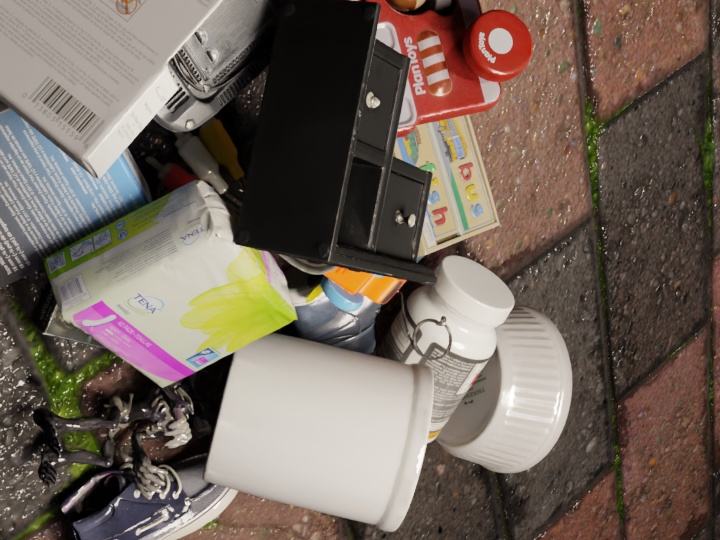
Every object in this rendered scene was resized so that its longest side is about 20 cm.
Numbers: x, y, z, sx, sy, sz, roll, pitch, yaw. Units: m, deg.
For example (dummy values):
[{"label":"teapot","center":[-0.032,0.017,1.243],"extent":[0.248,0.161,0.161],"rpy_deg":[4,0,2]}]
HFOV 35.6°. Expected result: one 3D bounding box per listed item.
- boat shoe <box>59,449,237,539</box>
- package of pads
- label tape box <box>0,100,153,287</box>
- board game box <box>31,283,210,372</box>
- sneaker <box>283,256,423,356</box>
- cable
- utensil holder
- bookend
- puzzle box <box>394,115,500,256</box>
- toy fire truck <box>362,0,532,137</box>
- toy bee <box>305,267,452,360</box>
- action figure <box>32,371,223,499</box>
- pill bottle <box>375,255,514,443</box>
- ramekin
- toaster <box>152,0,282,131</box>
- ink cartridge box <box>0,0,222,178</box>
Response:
[{"label":"boat shoe","center":[-0.208,0.225,1.129],"extent":[0.199,0.075,0.093],"rpy_deg":[-34,139,-24]},{"label":"package of pads","center":[-0.151,0.017,0.962],"extent":[0.153,0.069,0.200],"rpy_deg":[-27,152,5]},{"label":"label tape box","center":[-0.285,-0.069,0.895],"extent":[0.198,0.063,0.145],"rpy_deg":[-23,130,-2]},{"label":"board game box","center":[-0.197,0.016,1.062],"extent":[0.199,0.028,0.136],"rpy_deg":[20,97,-47]},{"label":"sneaker","center":[0.014,0.036,1.224],"extent":[0.201,0.077,0.147],"rpy_deg":[-26,117,-19]},{"label":"cable","center":[-0.110,-0.054,1.025],"extent":[0.097,0.200,0.050],"rpy_deg":[-47,-179,1]},{"label":"utensil holder","center":[-0.044,0.154,1.123],"extent":[0.198,0.170,0.172],"rpy_deg":[15,105,-5]},{"label":"bookend","center":[0.002,-0.099,0.946],"extent":[0.200,0.091,0.201],"rpy_deg":[14,87,-61]},{"label":"puzzle box","center":[0.073,-0.125,1.161],"extent":[0.133,0.025,0.202],"rpy_deg":[-22,97,-45]},{"label":"toy fire truck","center":[0.061,-0.239,1.091],"extent":[0.166,0.112,0.202],"rpy_deg":[-14,88,-18]},{"label":"toy bee","center":[0.000,0.000,1.119],"extent":[0.130,0.109,0.201],"rpy_deg":[-27,107,18]},{"label":"action figure","center":[-0.205,0.155,1.068],"extent":[0.199,0.102,0.120],"rpy_deg":[-11,137,-34]},{"label":"pill bottle","center":[0.084,0.090,1.266],"extent":[0.116,0.117,0.201],"rpy_deg":[4,127,-44]},{"label":"ramekin","center":[0.151,0.136,1.340],"extent":[0.094,0.202,0.204],"rpy_deg":[11,104,-34]},{"label":"toaster","center":[-0.138,-0.215,0.919],"extent":[0.200,0.129,0.114],"rpy_deg":[-47,136,-13]},{"label":"ink cartridge box","center":[-0.211,-0.195,0.820],"extent":[0.174,0.199,0.044],"rpy_deg":[-50,168,-10]}]
